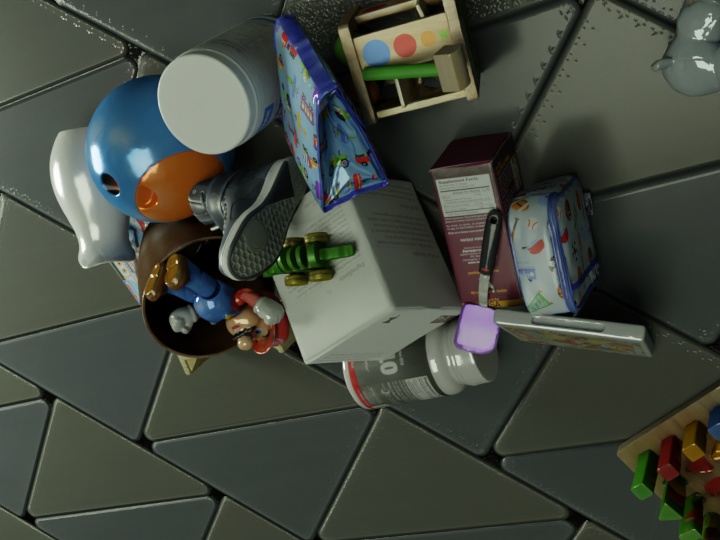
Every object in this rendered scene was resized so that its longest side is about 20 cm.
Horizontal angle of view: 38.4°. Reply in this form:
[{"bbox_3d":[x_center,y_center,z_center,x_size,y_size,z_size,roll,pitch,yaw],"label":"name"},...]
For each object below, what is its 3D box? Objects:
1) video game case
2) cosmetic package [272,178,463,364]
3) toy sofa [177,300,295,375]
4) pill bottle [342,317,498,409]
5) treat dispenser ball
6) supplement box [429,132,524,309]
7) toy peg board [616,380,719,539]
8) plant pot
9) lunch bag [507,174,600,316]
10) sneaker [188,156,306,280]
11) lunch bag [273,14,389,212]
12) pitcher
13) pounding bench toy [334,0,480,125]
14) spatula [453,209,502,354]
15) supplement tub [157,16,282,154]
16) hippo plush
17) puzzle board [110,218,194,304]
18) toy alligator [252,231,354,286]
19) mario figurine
[{"bbox_3d":[0.279,0.082,1.330,0.182,0.200,0.023,6,83,20],"label":"video game case"},{"bbox_3d":[0.000,0.000,1.364,0.165,0.165,0.200,-33,68,33],"label":"cosmetic package"},{"bbox_3d":[-0.194,0.084,1.584,0.200,0.083,0.098,-16,104,29],"label":"toy sofa"},{"bbox_3d":[0.086,0.127,1.470,0.200,0.114,0.114,-15,110,28],"label":"pill bottle"},{"bbox_3d":[-0.273,-0.165,1.411,0.201,0.201,0.201,10,120,18],"label":"treat dispenser ball"},{"bbox_3d":[0.164,-0.063,1.337,0.086,0.110,0.200,-6,114,25],"label":"supplement box"},{"bbox_3d":[0.483,0.287,1.399,0.200,0.098,0.199,44,124,-4],"label":"toy peg board"},{"bbox_3d":[-0.244,-0.006,1.480,0.187,0.200,0.187,-13,122,-21],"label":"plant pot"},{"bbox_3d":[0.243,-0.029,1.273,0.075,0.200,0.161,-11,98,25],"label":"lunch bag"},{"bbox_3d":[-0.164,-0.057,1.298,0.146,0.202,0.077,-6,129,30],"label":"sneaker"},{"bbox_3d":[-0.051,-0.196,1.220,0.094,0.151,0.200,-24,142,-4],"label":"lunch bag"},{"bbox_3d":[-0.396,-0.109,1.544,0.172,0.121,0.200,-177,78,-69],"label":"pitcher"},{"bbox_3d":[0.050,-0.247,1.215,0.156,0.200,0.124,-12,112,13],"label":"pounding bench toy"},{"bbox_3d":[0.157,0.016,1.302,0.056,0.021,0.200,14,120,17],"label":"spatula"},{"bbox_3d":[-0.155,-0.240,1.322,0.132,0.200,0.132,10,120,18],"label":"supplement tub"},{"bbox_3d":[0.425,-0.232,1.144,0.161,0.159,0.200,26,113,45],"label":"hippo plush"},{"bbox_3d":[-0.325,-0.007,1.629,0.151,0.017,0.200,-26,104,31],"label":"puzzle board"},{"bbox_3d":[-0.096,-0.010,1.301,0.200,0.054,0.059,-11,82,38],"label":"toy alligator"},{"bbox_3d":[-0.179,0.059,1.353,0.200,0.123,0.106,28,91,-31],"label":"mario figurine"}]
